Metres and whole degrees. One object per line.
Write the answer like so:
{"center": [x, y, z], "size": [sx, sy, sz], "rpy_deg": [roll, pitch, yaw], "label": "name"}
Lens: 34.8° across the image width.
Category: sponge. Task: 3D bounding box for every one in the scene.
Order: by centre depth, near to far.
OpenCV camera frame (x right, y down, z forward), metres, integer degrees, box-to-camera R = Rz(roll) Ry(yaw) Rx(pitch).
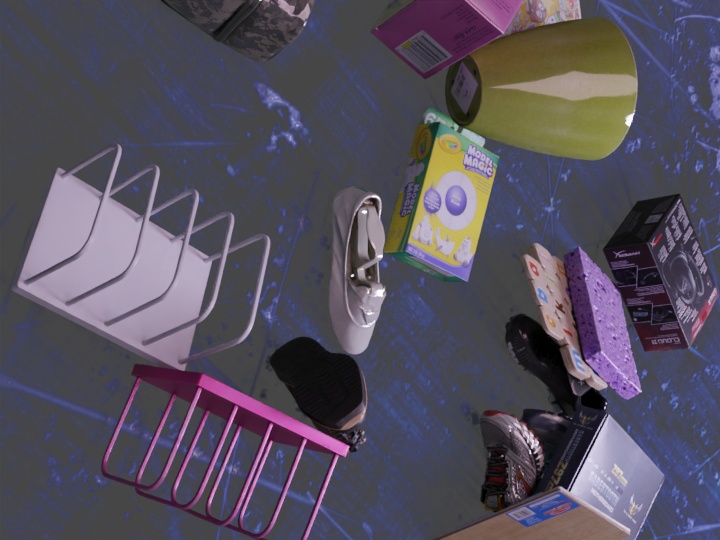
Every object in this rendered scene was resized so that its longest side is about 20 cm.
{"center": [0.330, 0.070, 1.569], "size": [0.112, 0.030, 0.200], "rpy_deg": [41, 31, -33], "label": "sponge"}

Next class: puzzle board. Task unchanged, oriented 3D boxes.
{"center": [0.214, 0.332, 1.446], "size": [0.151, 0.200, 0.017], "rpy_deg": [35, 39, -32], "label": "puzzle board"}

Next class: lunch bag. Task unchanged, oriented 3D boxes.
{"center": [-0.123, -0.343, 1.218], "size": [0.168, 0.139, 0.200], "rpy_deg": [26, 72, -19], "label": "lunch bag"}

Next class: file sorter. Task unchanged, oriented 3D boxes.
{"center": [-0.207, -0.013, 1.125], "size": [0.200, 0.124, 0.139], "rpy_deg": [32, 52, -33], "label": "file sorter"}
{"center": [-0.144, 0.196, 1.184], "size": [0.200, 0.139, 0.126], "rpy_deg": [32, 72, -34], "label": "file sorter"}

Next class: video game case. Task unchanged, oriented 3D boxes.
{"center": [0.231, -0.396, 1.568], "size": [0.182, 0.023, 0.200], "rpy_deg": [-12, 97, -38], "label": "video game case"}

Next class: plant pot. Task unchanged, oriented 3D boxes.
{"center": [0.216, -0.232, 1.474], "size": [0.200, 0.187, 0.188], "rpy_deg": [-5, 92, -24], "label": "plant pot"}

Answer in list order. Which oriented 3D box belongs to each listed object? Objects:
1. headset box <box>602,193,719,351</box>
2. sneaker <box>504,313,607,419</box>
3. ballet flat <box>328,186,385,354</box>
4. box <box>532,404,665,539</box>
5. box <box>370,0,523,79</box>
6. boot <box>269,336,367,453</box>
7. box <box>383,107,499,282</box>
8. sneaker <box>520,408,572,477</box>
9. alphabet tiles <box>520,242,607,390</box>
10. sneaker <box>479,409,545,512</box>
{"center": [0.448, 0.012, 1.686], "size": [0.149, 0.077, 0.200], "rpy_deg": [-46, 118, -43], "label": "headset box"}
{"center": [0.272, 0.131, 1.549], "size": [0.066, 0.090, 0.200], "rpy_deg": [-51, 119, -25], "label": "sneaker"}
{"center": [0.000, 0.000, 1.350], "size": [0.069, 0.069, 0.200], "rpy_deg": [-2, 91, -39], "label": "ballet flat"}
{"center": [0.318, 0.295, 1.529], "size": [0.200, 0.051, 0.158], "rpy_deg": [45, 68, -40], "label": "box"}
{"center": [0.132, -0.355, 1.380], "size": [0.097, 0.176, 0.200], "rpy_deg": [37, 66, -17], "label": "box"}
{"center": [-0.017, 0.160, 1.252], "size": [0.077, 0.200, 0.138], "rpy_deg": [-32, 114, -7], "label": "boot"}
{"center": [0.108, -0.097, 1.450], "size": [0.117, 0.048, 0.200], "rpy_deg": [24, 73, -36], "label": "box"}
{"center": [0.281, 0.261, 1.565], "size": [0.200, 0.078, 0.086], "rpy_deg": [42, 68, -30], "label": "sneaker"}
{"center": [0.276, 0.061, 1.532], "size": [0.196, 0.015, 0.200], "rpy_deg": [29, 39, -47], "label": "alphabet tiles"}
{"center": [0.196, 0.274, 1.495], "size": [0.082, 0.078, 0.200], "rpy_deg": [-28, 106, -34], "label": "sneaker"}
